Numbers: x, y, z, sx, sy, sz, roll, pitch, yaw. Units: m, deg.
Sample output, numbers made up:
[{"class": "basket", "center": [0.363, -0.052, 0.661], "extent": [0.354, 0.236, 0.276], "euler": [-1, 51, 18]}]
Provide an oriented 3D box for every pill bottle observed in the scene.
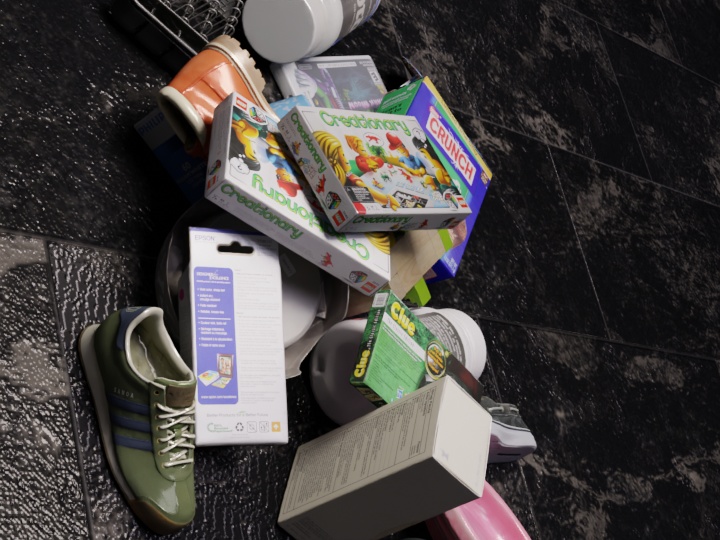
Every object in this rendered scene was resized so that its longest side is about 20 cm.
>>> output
[{"class": "pill bottle", "center": [0.046, 0.100, 1.456], "extent": [0.200, 0.114, 0.114], "euler": [-8, 72, -54]}, {"class": "pill bottle", "center": [-0.059, -0.323, 1.628], "extent": [0.114, 0.114, 0.200], "euler": [54, 33, -9]}]

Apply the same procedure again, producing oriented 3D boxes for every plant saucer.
[{"class": "plant saucer", "center": [0.130, 0.290, 1.433], "extent": [0.201, 0.051, 0.201], "euler": [48, 12, -13]}]

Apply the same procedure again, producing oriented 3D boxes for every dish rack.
[{"class": "dish rack", "center": [-0.193, -0.301, 1.496], "extent": [0.153, 0.055, 0.200], "euler": [41, 38, -28]}]

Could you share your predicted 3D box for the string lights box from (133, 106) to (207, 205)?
[{"class": "string lights box", "center": [-0.136, -0.101, 1.416], "extent": [0.200, 0.059, 0.103], "euler": [54, 37, -9]}]

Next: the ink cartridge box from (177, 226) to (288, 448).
[{"class": "ink cartridge box", "center": [-0.118, 0.063, 1.242], "extent": [0.095, 0.037, 0.200], "euler": [3, 80, -31]}]

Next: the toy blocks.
[{"class": "toy blocks", "center": [0.000, 0.000, 1.457], "extent": [0.200, 0.137, 0.100], "euler": [-43, 113, -58]}]

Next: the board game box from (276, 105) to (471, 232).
[{"class": "board game box", "center": [0.017, -0.098, 1.326], "extent": [0.200, 0.035, 0.126], "euler": [-4, 59, -54]}]

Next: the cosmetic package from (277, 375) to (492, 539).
[{"class": "cosmetic package", "center": [0.022, 0.190, 1.281], "extent": [0.073, 0.200, 0.104], "euler": [44, 38, -25]}]

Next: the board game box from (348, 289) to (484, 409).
[{"class": "board game box", "center": [0.061, 0.115, 1.358], "extent": [0.200, 0.023, 0.105], "euler": [46, 53, -41]}]

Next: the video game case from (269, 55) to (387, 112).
[{"class": "video game case", "center": [-0.011, -0.182, 1.671], "extent": [0.200, 0.023, 0.182], "euler": [-15, 78, -55]}]

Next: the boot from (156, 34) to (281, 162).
[{"class": "boot", "center": [-0.123, -0.123, 1.352], "extent": [0.107, 0.075, 0.200], "euler": [-44, 109, -32]}]

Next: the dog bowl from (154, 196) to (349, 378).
[{"class": "dog bowl", "center": [-0.110, 0.013, 1.316], "extent": [0.200, 0.059, 0.200], "euler": [8, 75, -32]}]

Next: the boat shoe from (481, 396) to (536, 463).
[{"class": "boat shoe", "center": [0.132, 0.182, 1.560], "extent": [0.200, 0.072, 0.071], "euler": [20, 41, -57]}]

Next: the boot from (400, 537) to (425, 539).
[{"class": "boot", "center": [0.065, 0.381, 1.305], "extent": [0.200, 0.076, 0.168], "euler": [62, 30, -8]}]

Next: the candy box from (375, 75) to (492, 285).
[{"class": "candy box", "center": [0.070, -0.106, 1.638], "extent": [0.169, 0.077, 0.200], "euler": [52, 40, -27]}]

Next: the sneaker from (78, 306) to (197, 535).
[{"class": "sneaker", "center": [-0.177, 0.123, 1.171], "extent": [0.067, 0.090, 0.200], "euler": [-7, 71, -54]}]

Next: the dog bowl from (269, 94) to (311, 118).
[{"class": "dog bowl", "center": [-0.046, -0.119, 1.474], "extent": [0.200, 0.050, 0.112], "euler": [58, -3, 44]}]

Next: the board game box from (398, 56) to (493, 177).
[{"class": "board game box", "center": [0.100, -0.192, 1.783], "extent": [0.200, 0.039, 0.158], "euler": [53, 3, -1]}]

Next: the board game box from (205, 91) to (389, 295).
[{"class": "board game box", "center": [-0.056, -0.072, 1.288], "extent": [0.200, 0.035, 0.126], "euler": [31, 37, -28]}]
